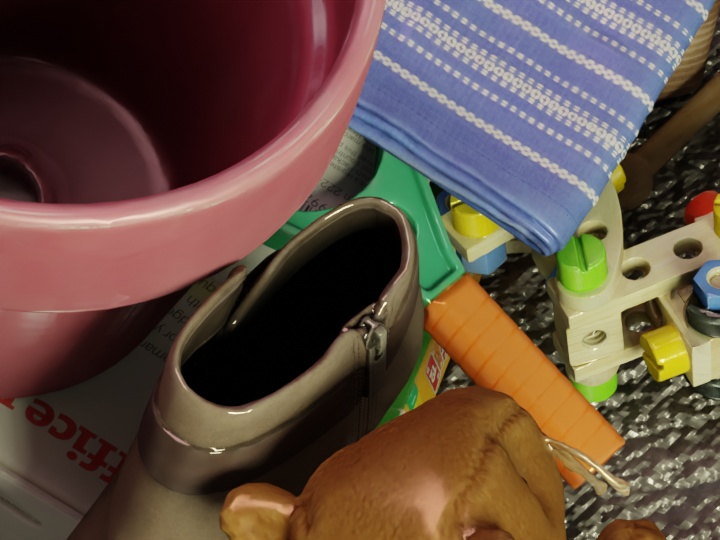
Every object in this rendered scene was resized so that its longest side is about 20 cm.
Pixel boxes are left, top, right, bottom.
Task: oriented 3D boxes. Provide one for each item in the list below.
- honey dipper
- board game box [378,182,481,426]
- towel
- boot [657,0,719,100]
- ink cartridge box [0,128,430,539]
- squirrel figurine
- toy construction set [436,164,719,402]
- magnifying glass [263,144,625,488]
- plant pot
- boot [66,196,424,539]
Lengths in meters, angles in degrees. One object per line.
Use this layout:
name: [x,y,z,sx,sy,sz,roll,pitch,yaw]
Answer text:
honey dipper: [0.165,-0.092,0.986,0.200,0.038,0.038,-42,44,-19]
board game box: [0.000,0.000,0.955,0.095,0.030,0.201,2,43,24]
towel: [0.057,-0.119,0.857,0.144,0.024,0.201,33,69,1]
boot: [0.065,-0.133,0.933,0.199,0.156,0.077,-11,31,-23]
ink cartridge box: [-0.083,0.008,0.853,0.144,0.085,0.201,31,58,3]
squirrel figurine: [0.022,0.137,0.662,0.141,0.187,0.200,15,52,32]
toy construction set: [0.131,-0.025,0.877,0.199,0.092,0.131,-31,46,2]
magnifying glass: [0.014,-0.007,0.827,0.079,0.022,0.200,-38,81,-29]
plant pot: [-0.103,-0.057,0.730,0.198,0.179,0.201,6,60,-10]
boot: [-0.051,0.068,0.695,0.070,0.147,0.200,32,59,9]
